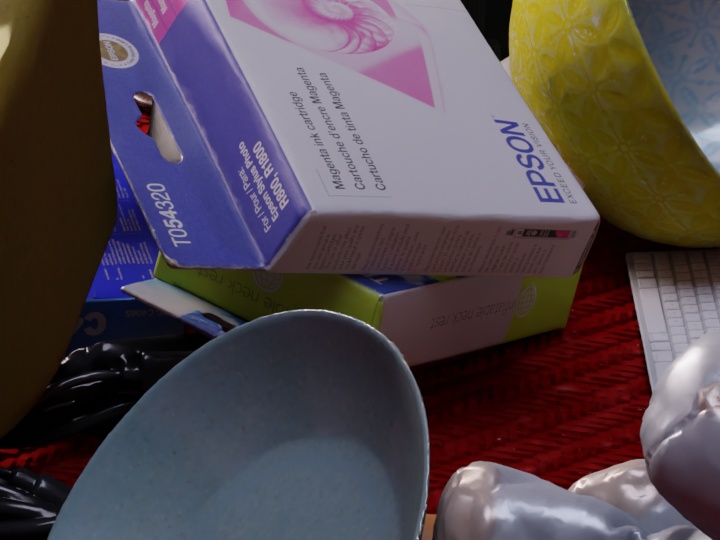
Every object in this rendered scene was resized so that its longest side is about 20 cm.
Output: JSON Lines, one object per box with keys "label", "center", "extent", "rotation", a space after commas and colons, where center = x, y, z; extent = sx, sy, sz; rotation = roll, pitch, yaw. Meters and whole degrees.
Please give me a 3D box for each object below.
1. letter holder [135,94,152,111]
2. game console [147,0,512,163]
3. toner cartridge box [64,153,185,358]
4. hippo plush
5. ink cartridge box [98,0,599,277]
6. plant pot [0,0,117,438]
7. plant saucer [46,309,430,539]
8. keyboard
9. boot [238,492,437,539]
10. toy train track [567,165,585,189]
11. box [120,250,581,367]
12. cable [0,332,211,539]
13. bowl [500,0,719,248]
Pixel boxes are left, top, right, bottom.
{"label": "letter holder", "center": [-0.071, -0.173, 1.632], "extent": [0.200, 0.101, 0.142], "rotation": [-17, 35, -35]}
{"label": "game console", "center": [-0.004, -0.105, 1.509], "extent": [0.176, 0.116, 0.200], "rotation": [29, 43, -26]}
{"label": "toner cartridge box", "center": [-0.146, -0.013, 1.365], "extent": [0.095, 0.043, 0.200], "rotation": [-4, 27, -12]}
{"label": "hippo plush", "center": [0.116, 0.112, 0.934], "extent": [0.159, 0.161, 0.200], "rotation": [-19, 65, -40]}
{"label": "ink cartridge box", "center": [-0.019, -0.074, 1.279], "extent": [0.199, 0.043, 0.197], "rotation": [2, 39, -29]}
{"label": "plant pot", "center": [-0.210, -0.026, 1.126], "extent": [0.194, 0.196, 0.200], "rotation": [3, 44, 3]}
{"label": "plant saucer", "center": [-0.041, 0.111, 1.036], "extent": [0.039, 0.201, 0.201], "rotation": [37, 6, -36]}
{"label": "keyboard", "center": [0.161, 0.036, 1.343], "extent": [0.056, 0.011, 0.200], "rotation": [3, 26, -2]}
{"label": "boot", "center": [0.061, 0.114, 1.121], "extent": [0.200, 0.074, 0.155], "rotation": [20, 27, 19]}
{"label": "toy train track", "center": [0.019, -0.086, 1.388], "extent": [0.200, 0.033, 0.115], "rotation": [30, 49, 11]}
{"label": "box", "center": [0.000, 0.000, 1.304], "extent": [0.122, 0.048, 0.200], "rotation": [25, 19, 29]}
{"label": "cable", "center": [-0.096, 0.086, 1.179], "extent": [0.199, 0.051, 0.163], "rotation": [-3, 32, -25]}
{"label": "bowl", "center": [0.129, -0.089, 1.441], "extent": [0.107, 0.200, 0.200], "rotation": [-26, 17, 23]}
